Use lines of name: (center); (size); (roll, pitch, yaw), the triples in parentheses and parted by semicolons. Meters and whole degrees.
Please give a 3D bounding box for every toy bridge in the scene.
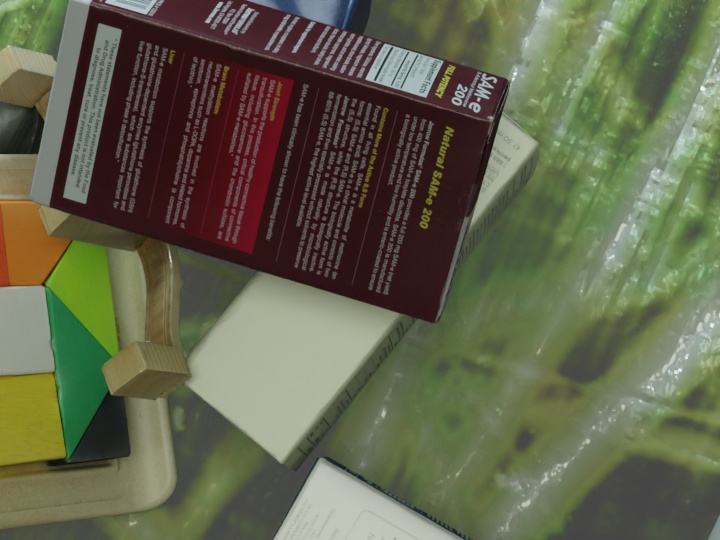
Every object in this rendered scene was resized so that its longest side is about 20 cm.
toy bridge: (-0.125, -0.026, 1.307); (0.027, 0.067, 0.200); (-40, 60, 28)

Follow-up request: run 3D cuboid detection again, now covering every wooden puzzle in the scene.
wooden puzzle: (-0.177, 0.033, 1.305); (0.200, 0.037, 0.185); (-3, 83, -43)

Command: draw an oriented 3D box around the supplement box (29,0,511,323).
supplement box: (-0.042, -0.060, 1.233); (0.200, 0.061, 0.109); (18, 117, 4)

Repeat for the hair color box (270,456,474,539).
hair color box: (0.042, 0.184, 1.330); (0.200, 0.061, 0.100); (30, 88, 4)

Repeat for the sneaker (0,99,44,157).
sneaker: (-0.225, -0.025, 1.346); (0.075, 0.079, 0.200); (39, 85, 5)

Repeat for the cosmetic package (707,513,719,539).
cosmetic package: (0.285, 0.136, 1.323); (0.200, 0.081, 0.113); (26, 86, 2)

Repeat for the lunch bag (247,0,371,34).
lunch bag: (-0.058, -0.159, 1.326); (0.132, 0.136, 0.200); (15, 85, 2)

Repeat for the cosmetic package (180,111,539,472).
cosmetic package: (0.000, 0.000, 1.328); (0.073, 0.104, 0.200); (39, 85, 6)
